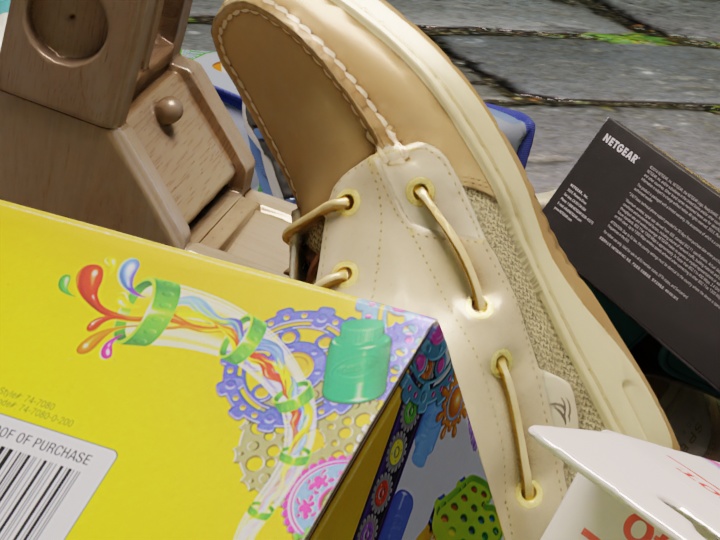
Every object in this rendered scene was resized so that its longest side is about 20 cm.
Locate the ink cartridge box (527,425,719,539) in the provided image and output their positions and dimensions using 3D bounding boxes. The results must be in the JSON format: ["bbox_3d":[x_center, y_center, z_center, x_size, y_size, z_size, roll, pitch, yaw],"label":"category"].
[{"bbox_3d":[0.117,0.106,0.633,0.116,0.068,0.200,34,9,35],"label":"ink cartridge box"}]

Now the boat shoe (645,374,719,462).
[{"bbox_3d":[0.121,0.046,1.018,0.065,0.072,0.200,43,10,-12],"label":"boat shoe"}]

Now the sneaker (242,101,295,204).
[{"bbox_3d":[0.000,0.000,0.949,0.076,0.200,0.077,-42,28,-28],"label":"sneaker"}]

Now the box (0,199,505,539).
[{"bbox_3d":[-0.078,0.089,0.496,0.200,0.193,0.122,15,56,26],"label":"box"}]

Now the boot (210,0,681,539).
[{"bbox_3d":[-0.019,0.022,0.659,0.155,0.200,0.073,-32,-2,-27],"label":"boot"}]

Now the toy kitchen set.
[{"bbox_3d":[-0.027,-0.030,0.741,0.199,0.181,0.163,20,27,8],"label":"toy kitchen set"}]

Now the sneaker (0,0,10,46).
[{"bbox_3d":[-0.136,-0.049,1.071,0.077,0.200,0.080,1,60,5],"label":"sneaker"}]

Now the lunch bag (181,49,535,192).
[{"bbox_3d":[-0.046,-0.054,1.186,0.200,0.124,0.170,28,21,32],"label":"lunch bag"}]

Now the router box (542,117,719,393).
[{"bbox_3d":[0.167,0.040,0.777,0.157,0.052,0.200,30,9,-38],"label":"router box"}]

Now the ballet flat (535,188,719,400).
[{"bbox_3d":[0.106,0.006,0.899,0.200,0.067,0.062,24,31,-36],"label":"ballet flat"}]
